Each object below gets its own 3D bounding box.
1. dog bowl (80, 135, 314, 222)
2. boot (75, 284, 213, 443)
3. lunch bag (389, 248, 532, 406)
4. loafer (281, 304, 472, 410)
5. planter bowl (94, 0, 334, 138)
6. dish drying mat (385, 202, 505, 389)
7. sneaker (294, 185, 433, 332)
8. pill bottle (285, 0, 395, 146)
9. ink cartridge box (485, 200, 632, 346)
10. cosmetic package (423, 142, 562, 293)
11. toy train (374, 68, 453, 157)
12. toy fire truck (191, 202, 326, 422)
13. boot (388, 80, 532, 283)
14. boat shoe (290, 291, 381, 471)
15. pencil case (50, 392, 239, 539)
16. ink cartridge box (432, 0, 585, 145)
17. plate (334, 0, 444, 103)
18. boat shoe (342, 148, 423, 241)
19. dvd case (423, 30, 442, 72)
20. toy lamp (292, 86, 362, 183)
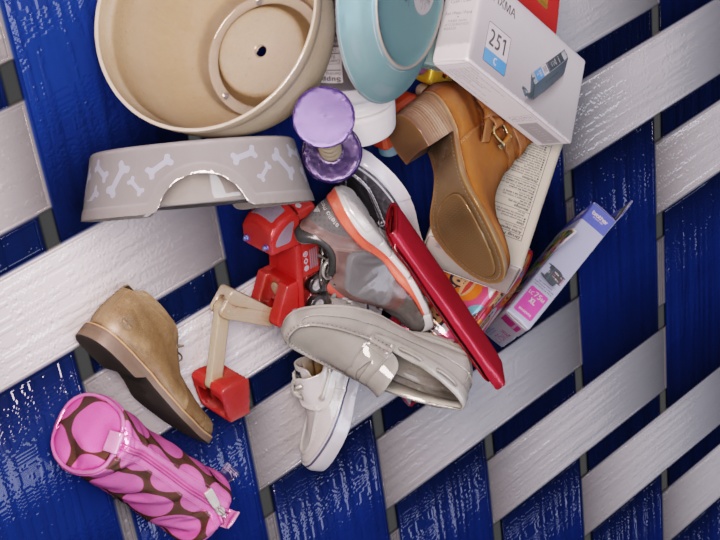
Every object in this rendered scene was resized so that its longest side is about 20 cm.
[{"bbox_3d":[-0.141,-0.078,1.439,0.200,0.200,0.059,-7,93,-44],"label":"dog bowl"},{"bbox_3d":[-0.183,0.091,1.577,0.075,0.074,0.200,-57,138,-23],"label":"boot"},{"bbox_3d":[0.096,0.050,1.808,0.200,0.082,0.176,-47,167,-18],"label":"lunch bag"},{"bbox_3d":[0.018,0.086,1.645,0.200,0.070,0.070,15,134,-14],"label":"loafer"},{"bbox_3d":[-0.104,-0.198,1.422,0.200,0.200,0.135,-63,157,0],"label":"planter bowl"},{"bbox_3d":[0.083,0.027,1.662,0.018,0.077,0.200,-30,110,15],"label":"dish drying mat"},{"bbox_3d":[0.000,0.000,1.649,0.082,0.077,0.200,-33,127,6],"label":"sneaker"},{"bbox_3d":[-0.019,-0.221,1.546,0.113,0.113,0.200,-28,129,-34],"label":"pill bottle"},{"bbox_3d":[0.223,-0.005,1.923,0.200,0.042,0.119,-47,179,-15],"label":"ink cartridge box"},{"bbox_3d":[0.140,-0.089,1.733,0.071,0.105,0.200,108,4,-66],"label":"cosmetic package"},{"bbox_3d":[0.054,-0.213,1.671,0.150,0.056,0.200,-33,131,-31],"label":"toy train"},{"bbox_3d":[-0.102,0.033,1.642,0.141,0.049,0.200,-27,128,-35],"label":"toy fire truck"},{"bbox_3d":[0.127,-0.100,1.662,0.155,0.074,0.200,-32,98,-41],"label":"boot"},{"bbox_3d":[-0.040,0.112,1.747,0.070,0.071,0.200,12,106,-21],"label":"boat shoe"},{"bbox_3d":[-0.200,0.188,1.587,0.091,0.094,0.200,-57,139,-7],"label":"pencil case"},{"bbox_3d":[0.152,-0.239,1.629,0.200,0.045,0.176,30,65,-49],"label":"ink cartridge box"},{"bbox_3d":[0.036,-0.246,1.483,0.200,0.026,0.200,-28,123,-57],"label":"plate"},{"bbox_3d":[0.013,-0.042,1.713,0.068,0.072,0.200,-47,144,-20],"label":"boat shoe"},{"bbox_3d":[0.097,-0.288,1.627,0.146,0.022,0.200,7,82,-45],"label":"dvd case"},{"bbox_3d":[-0.027,-0.111,1.452,0.058,0.058,0.200,-60,176,-3],"label":"toy lamp"}]
